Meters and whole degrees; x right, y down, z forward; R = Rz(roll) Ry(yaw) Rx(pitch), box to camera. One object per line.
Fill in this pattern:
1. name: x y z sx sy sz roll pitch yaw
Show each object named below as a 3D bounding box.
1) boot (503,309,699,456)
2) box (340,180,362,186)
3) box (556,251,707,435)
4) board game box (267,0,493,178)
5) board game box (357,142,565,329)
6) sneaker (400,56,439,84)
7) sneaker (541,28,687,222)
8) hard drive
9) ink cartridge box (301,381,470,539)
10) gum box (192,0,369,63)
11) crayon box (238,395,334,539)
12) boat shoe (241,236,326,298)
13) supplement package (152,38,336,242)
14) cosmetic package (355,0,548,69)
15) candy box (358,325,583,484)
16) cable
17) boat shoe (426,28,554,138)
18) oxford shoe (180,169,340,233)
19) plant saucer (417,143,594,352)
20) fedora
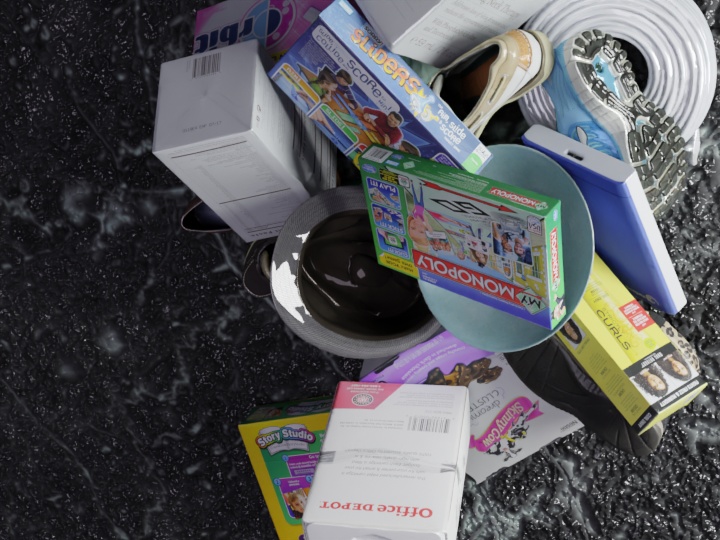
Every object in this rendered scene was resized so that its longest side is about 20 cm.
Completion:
1. boot: 0.251 0.087 1.214 0.200 0.151 0.073 37 132 18
2. box: 0.038 0.000 1.328 0.117 0.048 0.200 4 110 20
3. box: 0.241 0.058 1.143 0.200 0.075 0.050 54 150 22
4. board game box: 0.015 -0.147 1.093 0.200 0.034 0.135 46 152 -8
5. board game box: 0.093 -0.033 1.077 0.200 0.029 0.135 21 139 32
6. sneaker: 0.082 -0.162 1.209 0.118 0.074 0.201 -14 89 26
7. sneaker: 0.236 -0.134 1.106 0.090 0.078 0.200 -7 120 58
8. hard drive: 0.239 -0.048 1.141 0.132 0.025 0.200 34 165 45
9. ink cartridge box: 0.031 0.213 1.209 0.146 0.200 0.083 2 129 11
10. gum box: -0.089 -0.237 1.237 0.200 0.114 0.066 -12 151 27
11. crayon box: -0.032 0.244 1.451 0.200 0.058 0.173 -11 105 26
12. boat shoe: -0.092 -0.015 1.337 0.073 0.065 0.200 41 141 -5
13. supplement package: -0.113 -0.127 1.207 0.114 0.110 0.200 -9 152 20
14. cosmetic package: 0.091 -0.313 1.070 0.200 0.167 0.166 -39 73 23
15. candy box: 0.129 0.124 1.295 0.168 0.072 0.200 -36 112 30
16. cable: 0.245 -0.193 1.147 0.200 0.069 0.200 13 116 18
17. boat shoe: 0.090 -0.162 1.107 0.200 0.068 0.075 -42 64 40
18. oxford shoe: -0.116 -0.077 1.344 0.200 0.073 0.071 -16 103 27
19. plant saucer: 0.143 -0.021 1.135 0.201 0.039 0.201 0 90 38
20. fedora: 0.000 0.000 1.222 0.200 0.090 0.177 6 93 -11
